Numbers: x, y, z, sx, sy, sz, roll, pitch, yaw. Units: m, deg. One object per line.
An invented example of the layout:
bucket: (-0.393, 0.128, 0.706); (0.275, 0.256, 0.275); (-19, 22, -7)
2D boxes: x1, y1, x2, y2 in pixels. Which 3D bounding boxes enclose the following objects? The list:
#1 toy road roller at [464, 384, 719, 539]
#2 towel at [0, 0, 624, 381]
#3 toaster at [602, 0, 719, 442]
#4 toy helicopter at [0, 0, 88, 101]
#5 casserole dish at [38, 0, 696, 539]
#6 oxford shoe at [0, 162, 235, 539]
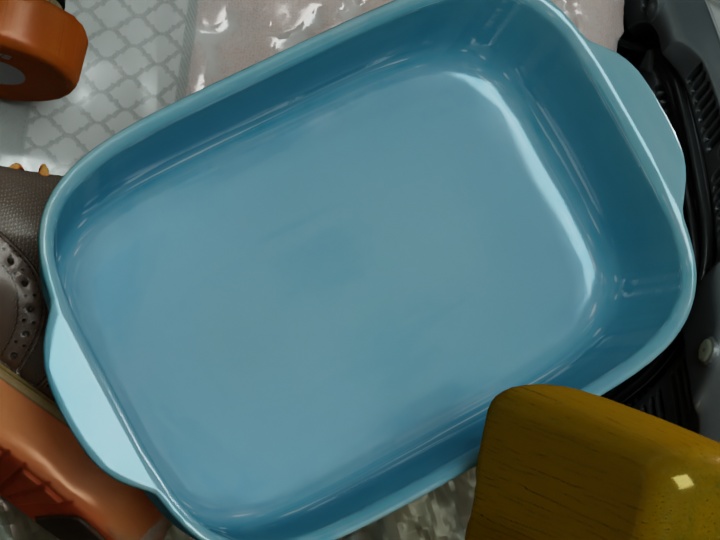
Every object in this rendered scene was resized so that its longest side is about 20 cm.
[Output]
toy road roller: (0.089, 0.111, 0.712); (0.200, 0.123, 0.146); (7, 99, -32)
towel: (-0.016, -0.064, 0.821); (0.191, 0.032, 0.200); (6, 72, -1)
toaster: (0.127, 0.001, 0.849); (0.129, 0.114, 0.200); (15, 46, -24)
toy helicopter: (-0.161, -0.118, 0.751); (0.200, 0.132, 0.079); (11, 73, 5)
casserole dish: (0.000, 0.000, 0.742); (0.200, 0.039, 0.121); (-27, 87, -27)
oxford shoe: (-0.117, -0.007, 0.754); (0.200, 0.071, 0.073); (42, 71, -5)
